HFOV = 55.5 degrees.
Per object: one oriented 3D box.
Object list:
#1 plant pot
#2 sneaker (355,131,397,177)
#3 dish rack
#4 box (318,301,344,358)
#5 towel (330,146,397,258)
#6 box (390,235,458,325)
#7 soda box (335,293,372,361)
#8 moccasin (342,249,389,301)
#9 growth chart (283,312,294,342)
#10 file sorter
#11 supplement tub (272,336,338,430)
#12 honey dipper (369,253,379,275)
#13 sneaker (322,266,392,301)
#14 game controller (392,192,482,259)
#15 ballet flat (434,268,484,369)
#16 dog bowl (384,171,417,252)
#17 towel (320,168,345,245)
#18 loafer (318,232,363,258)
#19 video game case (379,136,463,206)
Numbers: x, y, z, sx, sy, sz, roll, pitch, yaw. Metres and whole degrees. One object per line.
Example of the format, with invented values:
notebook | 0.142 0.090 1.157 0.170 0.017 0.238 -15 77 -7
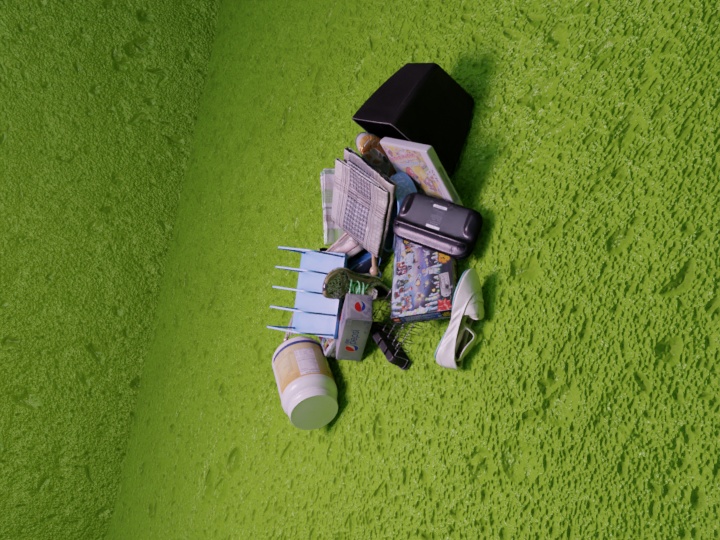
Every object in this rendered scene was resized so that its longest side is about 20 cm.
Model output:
plant pot | 0.133 -0.352 1.535 0.179 0.199 0.199 -59 31 -2
sneaker | 0.064 -0.253 1.598 0.076 0.200 0.088 -43 30 4
dish rack | 0.096 0.096 1.507 0.202 0.054 0.154 -61 34 18
box | -0.070 0.108 1.771 0.138 0.039 0.201 -58 33 24
towel | -0.001 -0.155 1.553 0.192 0.034 0.202 43 135 37
box | 0.134 0.007 1.423 0.135 0.040 0.203 -11 58 24
soda box | -0.016 0.134 1.583 0.201 0.062 0.069 104 168 -56
moccasin | 0.000 0.000 1.683 0.199 0.068 0.081 -37 25 11
growth chart | -0.138 0.102 1.759 0.200 0.018 0.146 -45 17 33
file sorter | -0.129 0.049 1.609 0.137 0.122 0.204 6 87 36
supplement tub | -0.138 0.282 1.714 0.145 0.143 0.201 -57 34 26
honey dipper | 0.030 -0.053 1.617 0.038 0.038 0.201 -52 22 33
sneaker | -0.001 0.039 1.569 0.088 0.198 0.078 16 100 46
game controller | 0.156 -0.096 1.413 0.198 0.042 0.105 23 82 36
ballet flat | 0.205 0.100 1.324 0.069 0.069 0.203 36 111 58
dog bowl | 0.078 -0.127 1.555 0.112 0.049 0.202 54 150 38
towel | -0.026 -0.166 1.731 0.031 0.146 0.204 68 -162 -76
loafer | -0.073 -0.042 1.696 0.198 0.063 0.072 -29 9 29
video game case | 0.134 -0.199 1.476 0.023 0.183 0.200 -39 29 -11
